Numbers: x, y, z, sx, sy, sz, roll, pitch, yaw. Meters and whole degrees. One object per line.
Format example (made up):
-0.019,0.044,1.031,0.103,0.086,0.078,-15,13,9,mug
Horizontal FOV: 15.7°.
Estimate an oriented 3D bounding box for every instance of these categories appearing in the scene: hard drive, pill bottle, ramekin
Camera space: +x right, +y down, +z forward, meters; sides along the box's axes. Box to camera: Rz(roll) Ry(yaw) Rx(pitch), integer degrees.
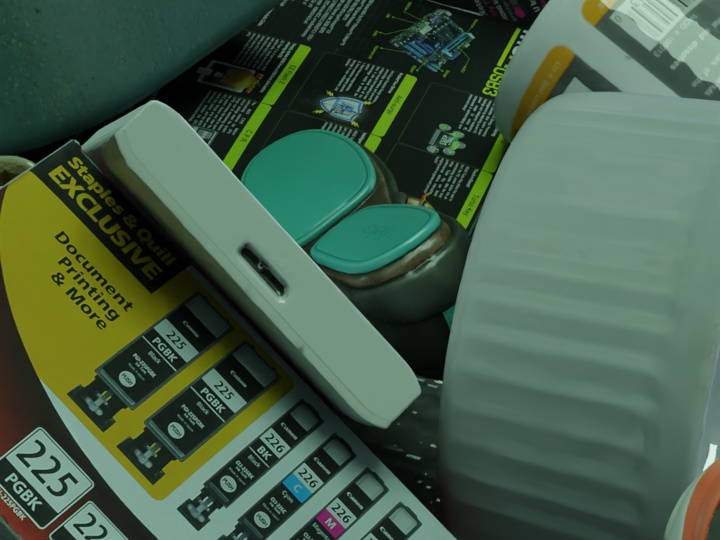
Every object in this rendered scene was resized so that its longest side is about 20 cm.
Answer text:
-0.048,-0.002,0.946,0.026,0.200,0.132,-43,97,-8,hard drive
0.163,-0.046,1.104,0.200,0.117,0.116,41,44,14,pill bottle
0.100,0.030,0.947,0.097,0.202,0.201,11,35,18,ramekin

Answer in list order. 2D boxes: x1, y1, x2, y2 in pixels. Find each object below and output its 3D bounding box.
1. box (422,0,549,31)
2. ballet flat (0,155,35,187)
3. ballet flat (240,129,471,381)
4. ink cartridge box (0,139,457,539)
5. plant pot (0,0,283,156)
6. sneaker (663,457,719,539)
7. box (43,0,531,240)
0.112,-0.198,1.246,0.199,0.107,0.122,-20,18,36,box
-0.145,0.021,0.979,0.069,0.070,0.201,7,33,-2,ballet flat
0.000,0.000,1.010,0.068,0.069,0.200,-32,20,-5,ballet flat
-0.071,0.065,0.884,0.200,0.084,0.175,45,46,5,ink cartridge box
-0.181,-0.150,1.108,0.195,0.197,0.200,12,48,42,plant pot
0.132,0.155,0.785,0.077,0.202,0.082,-1,-3,-30,sneaker
-0.020,-0.070,1.182,0.192,0.048,0.200,17,36,8,box
